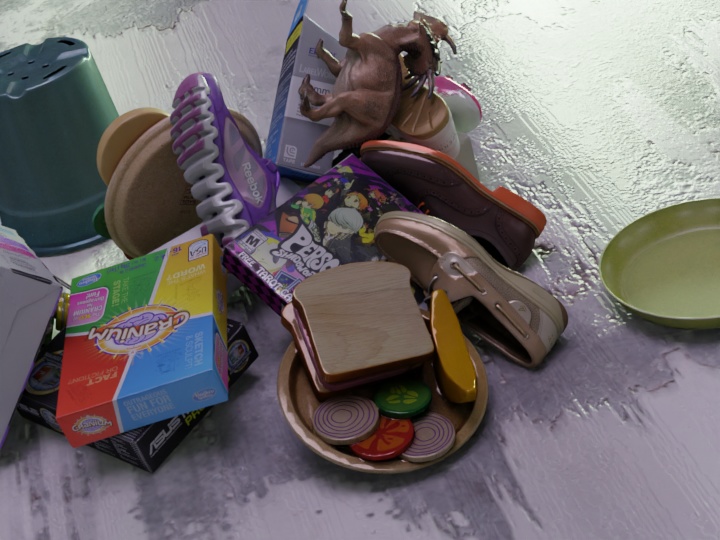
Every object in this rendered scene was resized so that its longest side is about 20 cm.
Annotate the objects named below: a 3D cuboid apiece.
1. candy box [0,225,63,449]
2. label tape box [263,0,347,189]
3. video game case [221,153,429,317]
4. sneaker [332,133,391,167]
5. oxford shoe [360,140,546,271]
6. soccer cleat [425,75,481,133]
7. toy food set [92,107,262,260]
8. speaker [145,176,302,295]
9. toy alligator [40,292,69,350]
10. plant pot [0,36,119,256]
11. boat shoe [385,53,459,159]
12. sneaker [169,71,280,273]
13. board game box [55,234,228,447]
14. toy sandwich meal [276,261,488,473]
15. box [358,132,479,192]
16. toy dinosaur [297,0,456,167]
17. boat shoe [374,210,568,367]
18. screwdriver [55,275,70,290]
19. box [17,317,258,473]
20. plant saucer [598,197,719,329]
[{"bbox_3d":[-0.370,0.052,1.466,0.071,0.169,0.200,19,8,-30],"label":"candy box"},{"bbox_3d":[-0.053,-0.195,1.636,0.066,0.202,0.143,13,-5,-9],"label":"label tape box"},{"bbox_3d":[0.000,0.000,1.444,0.200,0.036,0.181,41,57,19],"label":"video game case"},{"bbox_3d":[0.011,-0.138,1.732,0.199,0.060,0.104,-28,35,-30],"label":"sneaker"},{"bbox_3d":[0.082,-0.065,1.501,0.199,0.071,0.073,26,74,7],"label":"oxford shoe"},{"bbox_3d":[0.045,-0.180,1.686,0.086,0.070,0.199,-39,41,-27],"label":"soccer cleat"},{"bbox_3d":[-0.192,-0.091,1.615,0.199,0.199,0.049,-17,45,-34],"label":"toy food set"},{"bbox_3d":[-0.139,-0.018,1.580,0.199,0.082,0.081,-33,35,-25],"label":"speaker"},{"bbox_3d":[-0.327,0.058,1.544,0.059,0.055,0.200,5,12,-12],"label":"toy alligator"},{"bbox_3d":[-0.359,-0.153,1.781,0.198,0.197,0.201,-12,31,7],"label":"plant pot"},{"bbox_3d":[0.043,-0.171,1.606,0.071,0.069,0.200,-36,41,0],"label":"boat shoe"},{"bbox_3d":[-0.127,-0.102,1.525,0.088,0.202,0.080,-17,1,-32],"label":"sneaker"},{"bbox_3d":[-0.198,0.061,1.408,0.152,0.041,0.201,-18,37,7],"label":"board game box"},{"bbox_3d":[0.018,0.080,1.310,0.203,0.071,0.206,1,48,-1],"label":"toy sandwich meal"},{"bbox_3d":[0.027,-0.070,1.593,0.095,0.078,0.200,17,44,42],"label":"box"},{"bbox_3d":[0.015,-0.185,1.531,0.135,0.201,0.086,23,-2,-11],"label":"toy dinosaur"},{"bbox_3d":[0.090,0.015,1.382,0.199,0.071,0.065,30,59,15],"label":"boat shoe"},{"bbox_3d":[-0.301,0.028,1.633,0.028,0.029,0.199,-33,33,-28],"label":"screwdriver"},{"bbox_3d":[-0.219,0.096,1.447,0.199,0.044,0.160,15,51,40],"label":"box"},{"bbox_3d":[0.320,-0.003,1.404,0.198,0.031,0.201,-11,32,7],"label":"plant saucer"}]
